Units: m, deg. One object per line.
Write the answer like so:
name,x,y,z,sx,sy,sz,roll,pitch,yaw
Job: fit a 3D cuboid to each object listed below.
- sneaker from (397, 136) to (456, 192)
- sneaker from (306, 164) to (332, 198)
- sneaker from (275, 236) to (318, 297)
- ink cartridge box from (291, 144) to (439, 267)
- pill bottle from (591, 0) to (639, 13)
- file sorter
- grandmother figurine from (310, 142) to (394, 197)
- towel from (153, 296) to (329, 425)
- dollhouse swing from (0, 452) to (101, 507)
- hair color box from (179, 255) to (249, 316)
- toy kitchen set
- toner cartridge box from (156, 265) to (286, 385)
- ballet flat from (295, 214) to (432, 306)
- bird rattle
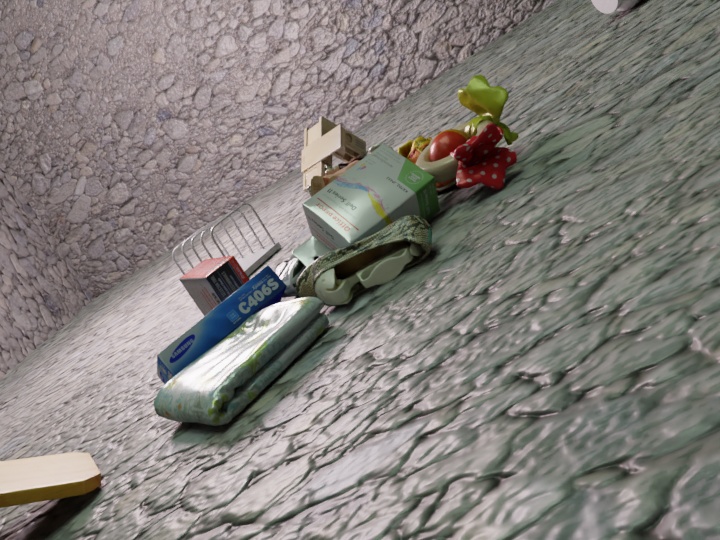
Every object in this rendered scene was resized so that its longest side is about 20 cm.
sneaker,0.113,-0.172,1.176,0.072,0.078,0.199,-36,23,-18
sneaker,-0.039,-0.201,1.611,0.199,0.090,0.076,-41,16,-29
sneaker,-0.071,-0.028,1.135,0.114,0.076,0.200,-22,19,47
ink cartridge box,0.001,-0.076,1.029,0.199,0.068,0.117,-39,52,-19
pill bottle,0.588,-0.638,1.590,0.199,0.114,0.112,-38,14,-16
file sorter,-0.299,-0.043,1.608,0.198,0.126,0.139,-18,19,49
grandmother figurine,-0.002,-0.156,1.181,0.119,0.062,0.199,14,29,30
towel,-0.144,0.108,0.894,0.200,0.049,0.170,-43,16,-33
dollhouse swing,-0.420,0.310,0.876,0.199,0.172,0.186,-5,73,63
hair color box,-0.232,0.037,1.228,0.061,0.103,0.199,-37,15,-21
toy kitchen set,-0.045,-0.311,2.045,0.162,0.178,0.205,-25,55,41
toner cartridge box,-0.193,0.084,1.032,0.199,0.043,0.095,-41,-9,-27
ballet flat,0.000,0.000,0.907,0.197,0.068,0.076,-27,30,17
bird rattle,0.151,-0.168,1.045,0.161,0.113,0.202,-21,34,36
